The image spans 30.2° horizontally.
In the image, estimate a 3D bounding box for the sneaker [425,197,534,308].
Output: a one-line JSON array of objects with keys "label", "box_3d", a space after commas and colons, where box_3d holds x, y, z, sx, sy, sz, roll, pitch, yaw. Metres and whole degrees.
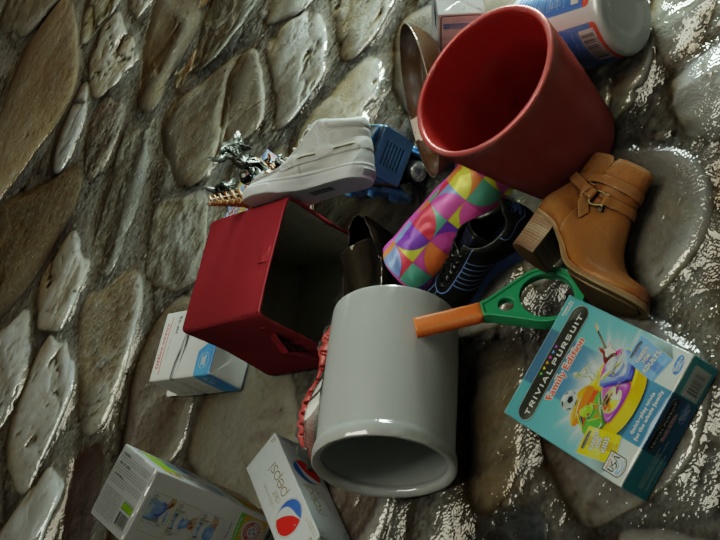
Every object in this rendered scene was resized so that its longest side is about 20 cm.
[{"label": "sneaker", "box_3d": [0.133, -0.014, 1.637, 0.200, 0.078, 0.070, -43, 39, 23]}]

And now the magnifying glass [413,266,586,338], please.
[{"label": "magnifying glass", "box_3d": [0.159, 0.044, 1.520, 0.198, 0.022, 0.080, -12, 49, 1]}]

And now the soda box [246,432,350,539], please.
[{"label": "soda box", "box_3d": [-0.078, 0.301, 1.694, 0.068, 0.063, 0.200, -50, 36, 15]}]

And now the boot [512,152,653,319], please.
[{"label": "boot", "box_3d": [0.281, -0.046, 1.486, 0.155, 0.074, 0.200, -48, 51, -7]}]

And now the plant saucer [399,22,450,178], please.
[{"label": "plant saucer", "box_3d": [0.089, -0.221, 1.716, 0.034, 0.201, 0.201, -13, 43, -6]}]

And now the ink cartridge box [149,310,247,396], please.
[{"label": "ink cartridge box", "box_3d": [-0.251, 0.124, 2.029, 0.199, 0.066, 0.117, -12, 58, 47]}]

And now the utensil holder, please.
[{"label": "utensil holder", "box_3d": [0.035, 0.143, 1.577, 0.169, 0.169, 0.201, -26, 45, 39]}]

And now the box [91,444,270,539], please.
[{"label": "box", "box_3d": [-0.232, 0.323, 1.752, 0.112, 0.199, 0.102, 20, 81, 56]}]

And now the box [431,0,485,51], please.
[{"label": "box", "box_3d": [0.126, -0.298, 1.751, 0.060, 0.201, 0.117, -4, 53, 1]}]

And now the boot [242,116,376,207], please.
[{"label": "boot", "box_3d": [-0.069, -0.145, 1.783, 0.198, 0.073, 0.096, -10, 70, 25]}]

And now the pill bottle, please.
[{"label": "pill bottle", "box_3d": [0.251, -0.300, 1.660, 0.199, 0.112, 0.113, -9, 59, 48]}]

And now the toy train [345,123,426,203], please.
[{"label": "toy train", "box_3d": [0.006, -0.154, 1.861, 0.199, 0.114, 0.087, 11, 74, 53]}]

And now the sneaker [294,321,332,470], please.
[{"label": "sneaker", "box_3d": [-0.022, 0.162, 1.712, 0.097, 0.071, 0.202, 4, 73, 45]}]

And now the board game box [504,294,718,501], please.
[{"label": "board game box", "box_3d": [0.258, 0.129, 1.407, 0.200, 0.047, 0.152, 29, 90, 55]}]

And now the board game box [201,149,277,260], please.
[{"label": "board game box", "box_3d": [-0.178, -0.062, 2.024, 0.200, 0.061, 0.200, -50, 17, 15]}]

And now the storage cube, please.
[{"label": "storage cube", "box_3d": [-0.113, 0.028, 1.835, 0.179, 0.170, 0.202, -13, 56, 47]}]

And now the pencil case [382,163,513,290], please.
[{"label": "pencil case", "box_3d": [0.110, -0.066, 1.697, 0.200, 0.088, 0.088, -52, 36, 11]}]

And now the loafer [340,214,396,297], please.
[{"label": "loafer", "box_3d": [0.000, 0.000, 1.744, 0.073, 0.071, 0.201, -31, 31, 21]}]

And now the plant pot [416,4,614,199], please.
[{"label": "plant pot", "box_3d": [0.196, -0.185, 1.584, 0.200, 0.177, 0.202, -26, 50, 35]}]

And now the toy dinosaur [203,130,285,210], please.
[{"label": "toy dinosaur", "box_3d": [-0.144, -0.126, 1.885, 0.135, 0.200, 0.103, 28, 99, 27]}]
